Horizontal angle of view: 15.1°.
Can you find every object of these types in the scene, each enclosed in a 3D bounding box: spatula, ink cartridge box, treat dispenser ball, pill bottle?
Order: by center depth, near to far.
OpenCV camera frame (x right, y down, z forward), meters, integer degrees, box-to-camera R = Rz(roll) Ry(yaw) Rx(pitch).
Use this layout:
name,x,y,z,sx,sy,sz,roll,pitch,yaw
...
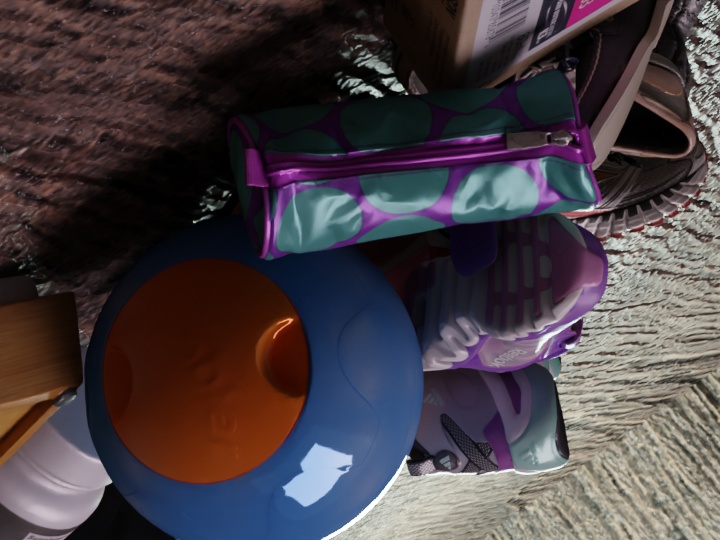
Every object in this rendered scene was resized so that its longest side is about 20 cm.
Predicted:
name,x,y,z,sx,sy,sz,roll,pitch,yaw
ink cartridge box,0.102,-0.186,1.499,0.164,0.075,0.200,-30,166,-11
spatula,0.076,-0.093,1.597,0.020,0.201,0.056,20,157,-20
treat dispenser ball,-0.063,0.067,1.602,0.200,0.201,0.201,-32,166,-9
pill bottle,-0.237,0.139,1.753,0.200,0.114,0.114,-42,164,28

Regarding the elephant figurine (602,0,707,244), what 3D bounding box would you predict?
name,x,y,z,sx,sy,sz,roll,pitch,yaw
elephant figurine,0.169,-0.104,1.828,0.141,0.156,0.200,-10,158,-39

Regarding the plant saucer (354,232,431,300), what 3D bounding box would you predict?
name,x,y,z,sx,sy,sz,roll,pitch,yaw
plant saucer,0.000,0.000,1.791,0.200,0.051,0.201,-20,-157,9

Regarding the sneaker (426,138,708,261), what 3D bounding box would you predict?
name,x,y,z,sx,sy,sz,roll,pitch,yaw
sneaker,0.131,-0.056,1.712,0.199,0.083,0.078,-16,-172,-24

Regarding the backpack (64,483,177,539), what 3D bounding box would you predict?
name,x,y,z,sx,sy,sz,roll,pitch,yaw
backpack,-0.207,0.178,1.913,0.153,0.164,0.200,-23,172,-9

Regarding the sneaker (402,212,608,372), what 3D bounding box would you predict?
name,x,y,z,sx,sy,sz,roll,pitch,yaw
sneaker,0.100,0.017,1.606,0.088,0.081,0.200,14,162,-22

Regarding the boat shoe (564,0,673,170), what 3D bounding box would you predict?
name,x,y,z,sx,sy,sz,roll,pitch,yaw
boat shoe,0.143,-0.135,1.628,0.073,0.063,0.200,106,8,-48

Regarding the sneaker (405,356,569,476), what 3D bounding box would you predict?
name,x,y,z,sx,sy,sz,roll,pitch,yaw
sneaker,0.057,0.065,1.739,0.139,0.078,0.200,-10,-153,7

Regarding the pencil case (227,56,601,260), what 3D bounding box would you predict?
name,x,y,z,sx,sy,sz,roll,pitch,yaw
pencil case,0.029,-0.060,1.499,0.199,0.085,0.092,-9,176,-9

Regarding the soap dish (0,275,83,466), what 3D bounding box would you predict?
name,x,y,z,sx,sy,sz,roll,pitch,yaw
soap dish,-0.265,0.084,1.565,0.157,0.081,0.200,-43,163,33

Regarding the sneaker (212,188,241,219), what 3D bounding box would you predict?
name,x,y,z,sx,sy,sz,roll,pitch,yaw
sneaker,-0.079,-0.013,1.706,0.200,0.075,0.085,-39,161,-4

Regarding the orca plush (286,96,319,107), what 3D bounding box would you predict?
name,x,y,z,sx,sy,sz,roll,pitch,yaw
orca plush,0.000,-0.056,1.632,0.200,0.105,0.071,-40,151,-65

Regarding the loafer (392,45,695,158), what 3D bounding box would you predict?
name,x,y,z,sx,sy,sz,roll,pitch,yaw
loafer,0.118,-0.109,1.665,0.199,0.063,0.072,6,129,-25
